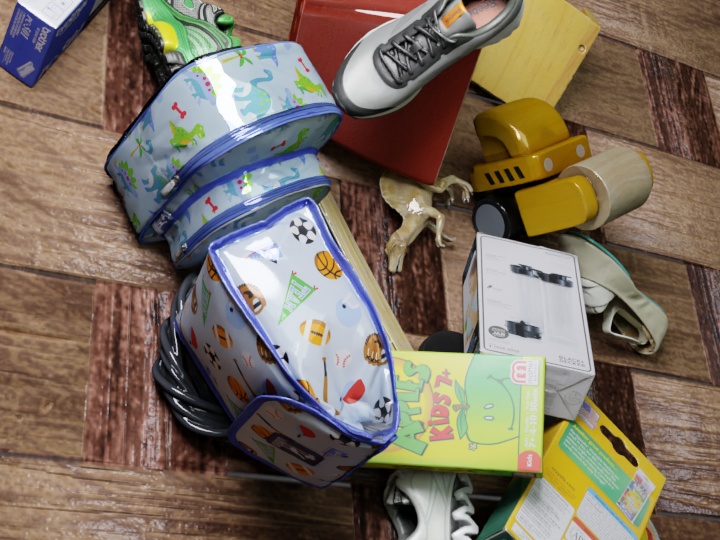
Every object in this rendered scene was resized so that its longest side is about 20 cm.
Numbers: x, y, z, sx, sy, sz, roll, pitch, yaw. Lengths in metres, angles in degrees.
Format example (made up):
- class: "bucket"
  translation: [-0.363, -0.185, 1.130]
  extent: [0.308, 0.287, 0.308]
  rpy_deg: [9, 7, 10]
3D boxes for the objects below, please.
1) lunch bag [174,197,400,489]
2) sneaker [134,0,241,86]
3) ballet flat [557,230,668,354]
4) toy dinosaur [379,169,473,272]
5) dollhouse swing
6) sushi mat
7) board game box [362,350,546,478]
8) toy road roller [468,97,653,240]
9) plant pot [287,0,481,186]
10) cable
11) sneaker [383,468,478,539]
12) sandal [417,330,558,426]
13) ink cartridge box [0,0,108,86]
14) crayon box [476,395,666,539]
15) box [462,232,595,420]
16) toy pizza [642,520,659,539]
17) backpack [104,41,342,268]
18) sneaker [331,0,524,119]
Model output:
- class: "lunch bag"
  translation: [-0.056, 0.075, 0.918]
  extent: [0.123, 0.170, 0.201]
  rpy_deg: [-29, 81, -27]
- class: "sneaker"
  translation: [-0.169, -0.231, 1.098]
  extent: [0.084, 0.079, 0.201]
  rpy_deg: [-13, 42, -17]
- class: "ballet flat"
  translation: [0.276, 0.032, 1.251]
  extent: [0.199, 0.069, 0.070]
  rpy_deg: [37, 48, -33]
- class: "toy dinosaur"
  translation: [0.064, -0.091, 1.214]
  extent: [0.100, 0.058, 0.202]
  rpy_deg: [14, 58, -23]
- class: "dollhouse swing"
  translation: [0.169, -0.316, 1.421]
  extent: [0.199, 0.176, 0.183]
  rpy_deg: [30, 93, -14]
- class: "sushi mat"
  translation: [0.000, 0.000, 1.115]
  extent: [0.012, 0.096, 0.201]
  rpy_deg: [-29, 78, 6]
- class: "board game box"
  translation: [0.065, 0.127, 1.012]
  extent: [0.198, 0.048, 0.103]
  rpy_deg: [2, 75, 11]
- class: "toy road roller"
  translation: [0.203, -0.117, 1.226]
  extent: [0.122, 0.199, 0.147]
  rpy_deg: [-24, 100, -38]
- class: "plant pot"
  translation: [0.016, -0.239, 1.173]
  extent: [0.174, 0.201, 0.201]
  rpy_deg: [11, 44, -8]
- class: "cable"
  translation: [-0.104, 0.068, 1.032]
  extent: [0.162, 0.051, 0.202]
  rpy_deg: [18, 60, -16]
- class: "sneaker"
  translation: [0.064, 0.189, 1.051]
  extent: [0.080, 0.075, 0.202]
  rpy_deg: [11, 58, -16]
- class: "sandal"
  translation: [0.148, 0.113, 1.158]
  extent: [0.199, 0.045, 0.076]
  rpy_deg: [27, 53, -16]
- class: "ink cartridge box"
  translation: [-0.269, -0.274, 1.087]
  extent: [0.044, 0.094, 0.201]
  rpy_deg: [35, 52, -9]
- class: "crayon box"
  translation: [0.201, 0.226, 1.056]
  extent: [0.126, 0.052, 0.200]
  rpy_deg: [45, 45, -3]
- class: "box"
  translation: [0.164, 0.051, 1.133]
  extent: [0.115, 0.061, 0.201]
  rpy_deg: [12, 36, -5]
- class: "toy pizza"
  translation: [0.232, 0.285, 1.114]
  extent: [0.198, 0.032, 0.202]
  rpy_deg: [15, 58, -24]
- class: "backpack"
  translation: [-0.110, -0.104, 1.020]
  extent: [0.182, 0.200, 0.148]
  rpy_deg: [-23, 77, -39]
- class: "sneaker"
  translation: [0.059, -0.208, 1.011]
  extent: [0.199, 0.079, 0.074]
  rpy_deg: [-33, 90, 1]
